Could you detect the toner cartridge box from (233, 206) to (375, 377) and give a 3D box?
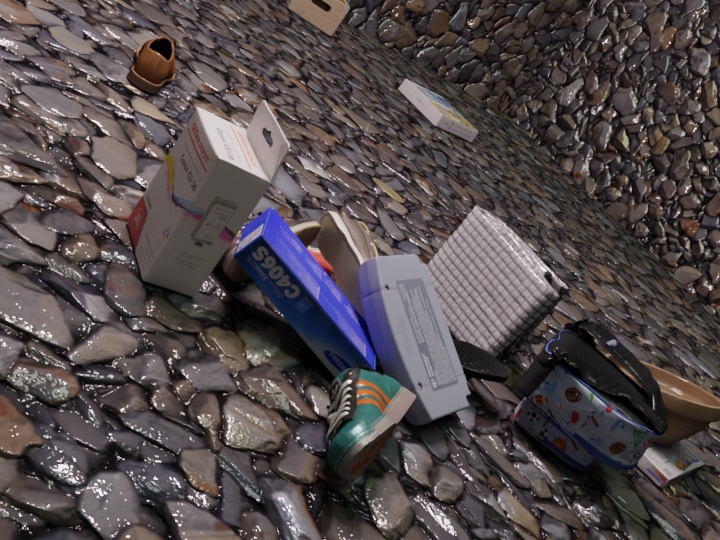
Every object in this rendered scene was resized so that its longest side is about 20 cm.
[{"bbox_3d":[-0.058,0.031,1.047,0.200,0.043,0.095,52,16,-17],"label":"toner cartridge box"}]

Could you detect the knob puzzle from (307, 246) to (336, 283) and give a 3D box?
[{"bbox_3d":[-0.013,0.025,1.246,0.219,0.030,0.220,32,21,-14],"label":"knob puzzle"}]

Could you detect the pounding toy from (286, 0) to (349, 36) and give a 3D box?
[{"bbox_3d":[-0.134,-0.814,2.758,0.200,0.142,0.184,29,20,-21],"label":"pounding toy"}]

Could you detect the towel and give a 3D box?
[{"bbox_3d":[0.196,0.027,1.401,0.086,0.166,0.200,21,24,-51],"label":"towel"}]

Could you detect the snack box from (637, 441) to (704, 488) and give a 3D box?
[{"bbox_3d":[0.484,0.298,1.483,0.072,0.024,0.200,46,21,28],"label":"snack box"}]

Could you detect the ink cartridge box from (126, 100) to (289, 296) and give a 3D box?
[{"bbox_3d":[-0.163,-0.088,0.988,0.067,0.200,0.117,22,24,-36],"label":"ink cartridge box"}]

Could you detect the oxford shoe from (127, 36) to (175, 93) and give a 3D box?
[{"bbox_3d":[-0.318,-0.342,1.495,0.071,0.071,0.200,28,20,-19],"label":"oxford shoe"}]

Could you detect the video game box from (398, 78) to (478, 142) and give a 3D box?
[{"bbox_3d":[0.226,-0.466,2.734,0.182,0.047,0.200,10,32,-47],"label":"video game box"}]

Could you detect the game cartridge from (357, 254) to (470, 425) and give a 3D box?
[{"bbox_3d":[0.062,0.079,1.112,0.133,0.040,0.200,-1,70,-61],"label":"game cartridge"}]

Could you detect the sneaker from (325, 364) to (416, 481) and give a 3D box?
[{"bbox_3d":[-0.006,0.146,0.938,0.080,0.071,0.200,35,14,8],"label":"sneaker"}]

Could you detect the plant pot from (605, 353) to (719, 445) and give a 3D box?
[{"bbox_3d":[0.470,0.215,1.507,0.200,0.093,0.201,21,10,-4],"label":"plant pot"}]

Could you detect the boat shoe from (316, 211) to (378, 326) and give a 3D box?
[{"bbox_3d":[0.000,0.000,1.189,0.059,0.072,0.200,8,37,-29],"label":"boat shoe"}]

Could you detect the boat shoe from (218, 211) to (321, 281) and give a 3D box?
[{"bbox_3d":[-0.116,-0.040,1.153,0.065,0.072,0.200,43,29,11],"label":"boat shoe"}]

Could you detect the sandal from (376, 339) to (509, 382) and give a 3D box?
[{"bbox_3d":[0.101,0.124,1.214,0.200,0.045,0.075,9,26,-27],"label":"sandal"}]

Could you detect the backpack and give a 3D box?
[{"bbox_3d":[0.312,0.182,1.267,0.190,0.154,0.200,34,24,16],"label":"backpack"}]
